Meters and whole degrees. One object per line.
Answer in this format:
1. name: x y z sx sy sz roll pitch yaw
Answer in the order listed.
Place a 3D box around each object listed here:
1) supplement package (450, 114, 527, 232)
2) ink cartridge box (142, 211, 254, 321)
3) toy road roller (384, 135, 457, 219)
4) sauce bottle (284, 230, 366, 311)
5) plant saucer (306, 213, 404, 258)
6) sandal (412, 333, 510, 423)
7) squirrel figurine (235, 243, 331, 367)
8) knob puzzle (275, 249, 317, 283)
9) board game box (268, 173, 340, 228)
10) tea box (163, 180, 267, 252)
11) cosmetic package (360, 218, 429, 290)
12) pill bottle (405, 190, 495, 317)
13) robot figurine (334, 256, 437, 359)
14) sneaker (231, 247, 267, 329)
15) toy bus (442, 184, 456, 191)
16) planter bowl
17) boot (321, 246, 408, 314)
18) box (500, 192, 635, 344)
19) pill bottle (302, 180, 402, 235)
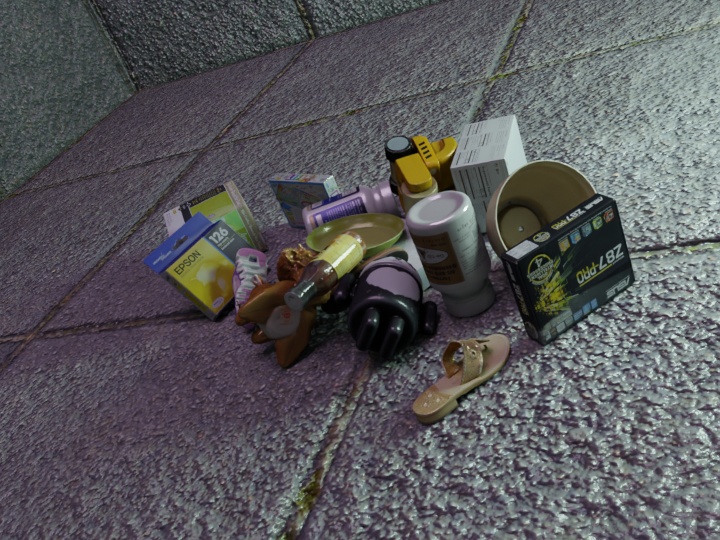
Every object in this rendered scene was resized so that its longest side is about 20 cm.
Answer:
1. supplement package: 0.267 -0.194 1.678 0.111 0.156 0.200 -8 31 23
2. ink cartridge box: -0.334 -0.021 1.818 0.198 0.200 0.047 -50 3 -39
3. toy road roller: 0.139 -0.190 1.667 0.146 0.123 0.200 -16 46 -4
4. sauce bottle: -0.063 0.001 1.479 0.066 0.066 0.200 -1 28 36
5. plant saucer: -0.008 -0.064 1.662 0.200 0.031 0.200 -9 24 4
6. sandal: 0.153 0.142 1.281 0.212 0.070 0.078 -40 32 -27
7. squirrel figurine: -0.146 0.053 1.579 0.200 0.142 0.187 -47 19 -4
8. knob puzzle: -0.107 0.030 1.709 0.219 0.030 0.220 -28 32 19
9. board game box: -0.116 -0.159 1.936 0.200 0.135 0.034 9 42 45
10. tea box: -0.352 -0.095 2.008 0.196 0.134 0.200 -27 28 -5
11. cosmetic package: 0.095 -0.032 1.645 0.151 0.052 0.200 -39 32 -23
12. pill bottle: 0.160 -0.024 1.423 0.114 0.200 0.114 -18 29 10
13. robot figurine: 0.045 0.061 1.445 0.125 0.150 0.200 -25 25 26
14. sneaker: -0.233 0.050 1.738 0.080 0.089 0.200 13 43 -22
15. toy bus: 0.172 -0.175 1.802 0.065 0.078 0.200 -26 28 -1
16. planter bowl: 0.302 -0.080 1.452 0.200 0.200 0.135 -32 2 -15
17. boot: 0.000 0.000 1.569 0.200 0.074 0.076 -33 45 22
18. box: 0.328 -0.003 1.302 0.200 0.161 0.049 -31 29 -15
19. pill bottle: -0.016 -0.116 1.806 0.200 0.116 0.116 -21 28 6
